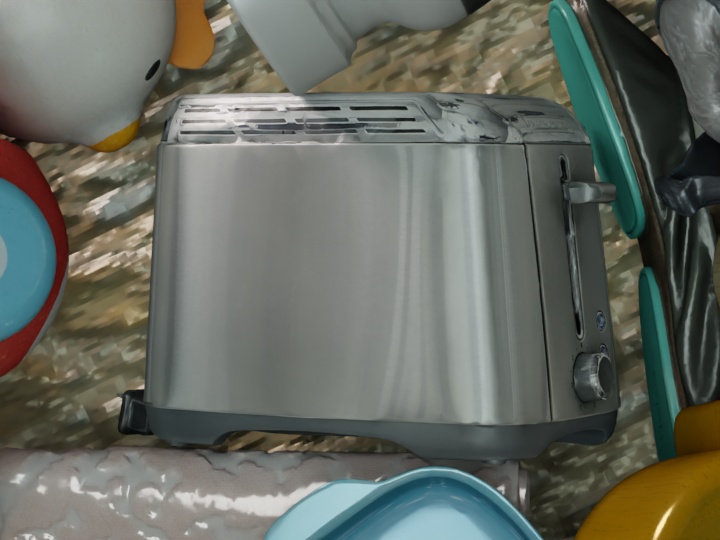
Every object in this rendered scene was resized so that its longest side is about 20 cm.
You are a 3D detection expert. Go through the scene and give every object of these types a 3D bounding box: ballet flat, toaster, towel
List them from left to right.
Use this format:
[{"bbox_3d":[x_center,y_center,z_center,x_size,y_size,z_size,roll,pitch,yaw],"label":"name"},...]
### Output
[{"bbox_3d":[-0.034,0.153,1.044,0.200,0.032,0.191,0,116,7],"label":"towel"},{"bbox_3d":[0.000,0.000,1.010,0.200,0.114,0.129,1,92,31],"label":"toaster"},{"bbox_3d":[0.125,-0.013,1.022,0.068,0.068,0.200,-14,88,-6],"label":"ballet flat"}]

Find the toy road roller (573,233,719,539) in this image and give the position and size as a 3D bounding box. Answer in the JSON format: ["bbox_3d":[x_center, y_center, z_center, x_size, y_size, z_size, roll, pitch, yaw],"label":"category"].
[{"bbox_3d":[0.140,0.066,0.919,0.146,0.123,0.200,-7,85,-18],"label":"toy road roller"}]

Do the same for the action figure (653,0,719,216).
[{"bbox_3d":[0.178,-0.111,0.935,0.200,0.193,0.105,-40,106,-31],"label":"action figure"}]

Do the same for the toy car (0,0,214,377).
[{"bbox_3d":[-0.127,-0.066,1.025,0.200,0.184,0.177,-31,94,-21],"label":"toy car"}]

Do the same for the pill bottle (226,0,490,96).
[{"bbox_3d":[0.034,-0.155,0.946,0.200,0.116,0.116,-34,90,3],"label":"pill bottle"}]

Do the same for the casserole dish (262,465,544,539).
[{"bbox_3d":[0.042,0.157,0.974,0.121,0.039,0.200,-38,91,10],"label":"casserole dish"}]
